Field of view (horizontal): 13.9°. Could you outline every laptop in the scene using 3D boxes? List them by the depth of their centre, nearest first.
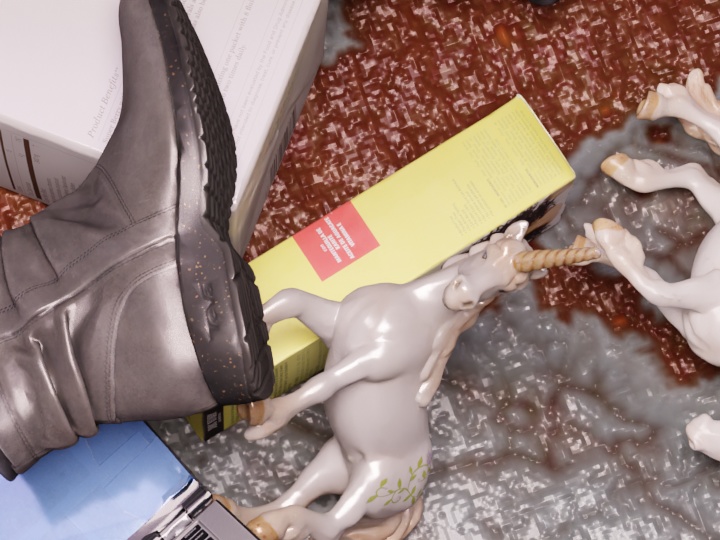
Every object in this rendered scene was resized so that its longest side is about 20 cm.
[{"bbox_3d":[-0.149,0.127,1.190,0.187,0.200,0.116,-42,113,-7],"label":"laptop"}]

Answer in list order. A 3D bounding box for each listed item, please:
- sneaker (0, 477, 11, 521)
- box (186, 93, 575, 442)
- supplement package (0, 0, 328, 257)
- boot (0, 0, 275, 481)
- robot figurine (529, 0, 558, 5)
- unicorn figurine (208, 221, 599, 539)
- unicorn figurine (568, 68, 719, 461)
[{"bbox_3d":[-0.206,0.064,1.304,0.199,0.075,0.087,19,69,2],"label":"sneaker"},{"bbox_3d":[0.000,0.000,1.327,0.199,0.075,0.050,-31,78,-9],"label":"box"},{"bbox_3d":[-0.126,-0.099,1.324,0.199,0.120,0.122,21,76,3],"label":"supplement package"},{"bbox_3d":[-0.116,-0.023,1.210,0.131,0.070,0.201,-14,64,9],"label":"boot"},{"bbox_3d":[0.029,-0.208,1.361,0.200,0.125,0.150,36,34,7],"label":"robot figurine"},{"bbox_3d":[0.005,0.050,1.262,0.137,0.201,0.074,-17,54,-26],"label":"unicorn figurine"},{"bbox_3d":[0.162,0.006,1.329,0.137,0.074,0.201,30,70,-5],"label":"unicorn figurine"}]
